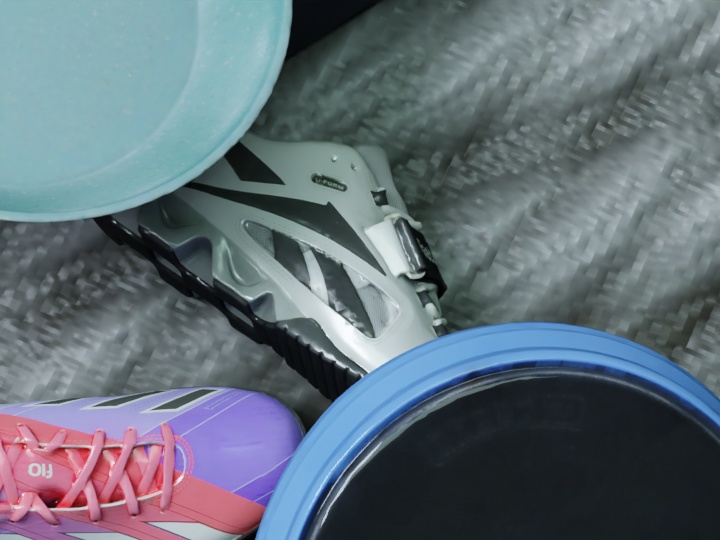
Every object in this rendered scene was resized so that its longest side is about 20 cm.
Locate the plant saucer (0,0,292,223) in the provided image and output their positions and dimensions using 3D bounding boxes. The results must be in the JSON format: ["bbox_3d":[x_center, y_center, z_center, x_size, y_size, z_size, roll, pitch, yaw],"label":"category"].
[{"bbox_3d":[-0.122,-0.100,0.789,0.198,0.036,0.202,9,64,-19],"label":"plant saucer"}]

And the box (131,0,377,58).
[{"bbox_3d":[-0.094,-0.159,0.904,0.199,0.104,0.183,-32,76,-12],"label":"box"}]

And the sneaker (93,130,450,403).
[{"bbox_3d":[0.000,0.000,0.872,0.199,0.074,0.089,38,76,9],"label":"sneaker"}]

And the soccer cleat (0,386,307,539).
[{"bbox_3d":[-0.116,0.076,0.842,0.198,0.073,0.069,-7,72,-4],"label":"soccer cleat"}]

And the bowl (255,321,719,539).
[{"bbox_3d":[0.060,0.120,0.813,0.199,0.039,0.203,-1,95,-8],"label":"bowl"}]
